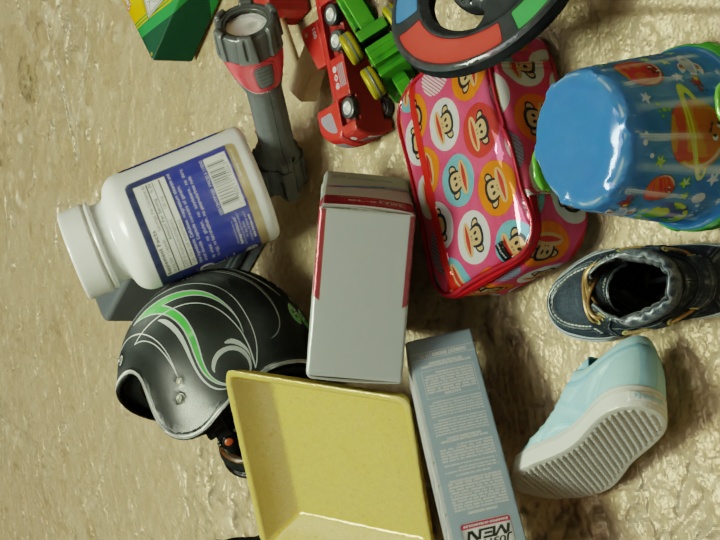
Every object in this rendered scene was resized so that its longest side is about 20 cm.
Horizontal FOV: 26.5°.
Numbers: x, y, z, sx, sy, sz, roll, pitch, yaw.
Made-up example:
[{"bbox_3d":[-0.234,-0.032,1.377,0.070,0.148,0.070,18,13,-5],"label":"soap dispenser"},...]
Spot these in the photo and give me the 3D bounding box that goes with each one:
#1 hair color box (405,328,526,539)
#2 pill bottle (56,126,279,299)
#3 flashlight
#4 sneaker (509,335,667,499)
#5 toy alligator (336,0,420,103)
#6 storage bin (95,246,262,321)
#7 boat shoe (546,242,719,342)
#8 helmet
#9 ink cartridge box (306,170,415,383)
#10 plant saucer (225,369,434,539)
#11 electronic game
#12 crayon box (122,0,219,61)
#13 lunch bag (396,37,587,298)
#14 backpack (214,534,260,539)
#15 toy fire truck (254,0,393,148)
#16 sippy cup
[{"bbox_3d":[0.087,0.162,1.258,0.099,0.060,0.202,80,178,-57],"label":"hair color box"},{"bbox_3d":[-0.190,-0.051,1.502,0.120,0.198,0.121,158,90,-84],"label":"pill bottle"},{"bbox_3d":[-0.094,-0.164,1.486,0.067,0.068,0.201,13,141,21],"label":"flashlight"},{"bbox_3d":[0.182,0.116,1.198,0.200,0.073,0.083,-46,27,52],"label":"sneaker"},{"bbox_3d":[0.010,-0.217,1.395,0.201,0.059,0.054,59,-179,17],"label":"toy alligator"},{"bbox_3d":[-0.213,-0.034,1.667,0.201,0.133,0.147,-54,51,40],"label":"storage bin"},{"bbox_3d":[0.189,0.013,1.140,0.199,0.090,0.072,-15,79,53],"label":"boat shoe"},{"bbox_3d":[-0.144,0.095,1.531,0.191,0.198,0.202,45,128,37],"label":"helmet"},{"bbox_3d":[0.000,0.000,1.334,0.200,0.082,0.148,-89,4,-78],"label":"ink cartridge box"},{"bbox_3d":[-0.016,0.180,1.407,0.198,0.048,0.202,7,119,32],"label":"plant saucer"},{"bbox_3d":[0.104,-0.240,1.212,0.199,0.042,0.202,-26,46,30],"label":"electronic game"},{"bbox_3d":[-0.216,-0.366,1.704,0.201,0.058,0.173,60,137,32],"label":"crayon box"},{"bbox_3d":[0.100,-0.082,1.274,0.176,0.081,0.203,-34,63,54],"label":"lunch bag"},{"bbox_3d":[-0.125,0.395,1.581,0.201,0.149,0.178,56,134,28],"label":"backpack"},{"bbox_3d":[-0.039,-0.208,1.479,0.140,0.048,0.203,-22,76,54],"label":"toy fire truck"},{"bbox_3d":[0.199,-0.093,1.084,0.140,0.129,0.179,58,136,34],"label":"sippy cup"}]
